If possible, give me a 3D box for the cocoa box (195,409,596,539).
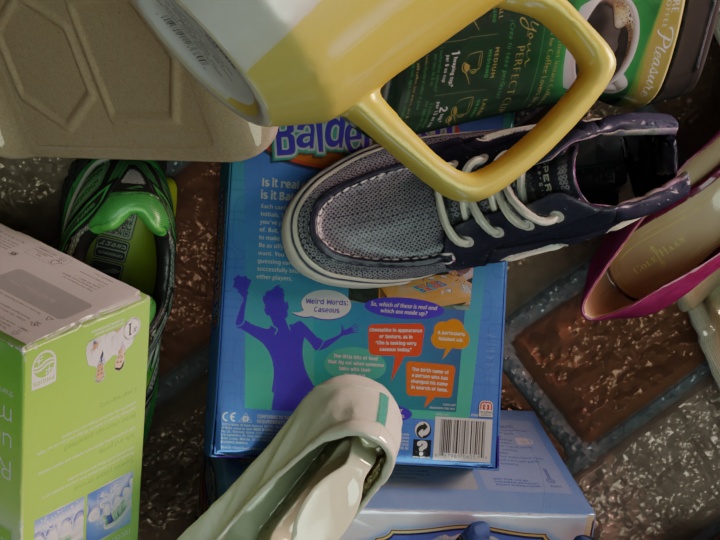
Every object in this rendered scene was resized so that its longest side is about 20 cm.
[{"bbox_3d":[0.011,0.157,0.910,0.199,0.133,0.132,3,110,-11],"label":"cocoa box"}]

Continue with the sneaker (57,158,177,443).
[{"bbox_3d":[-0.140,0.035,0.863,0.078,0.085,0.201,5,111,-11],"label":"sneaker"}]

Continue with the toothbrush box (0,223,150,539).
[{"bbox_3d":[-0.189,0.088,0.828,0.086,0.145,0.201,-26,131,-46],"label":"toothbrush box"}]

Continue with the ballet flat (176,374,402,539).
[{"bbox_3d":[-0.048,0.138,0.788,0.069,0.069,0.200,33,100,-20],"label":"ballet flat"}]

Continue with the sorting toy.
[{"bbox_3d":[-0.135,-0.139,0.765,0.036,0.200,0.186,-39,120,-41],"label":"sorting toy"}]

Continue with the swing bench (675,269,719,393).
[{"bbox_3d":[0.305,0.076,0.906,0.130,0.200,0.199,-35,116,-18],"label":"swing bench"}]

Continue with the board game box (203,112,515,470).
[{"bbox_3d":[0.000,0.000,0.852,0.151,0.045,0.201,5,86,-11],"label":"board game box"}]

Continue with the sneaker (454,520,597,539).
[{"bbox_3d":[0.120,0.185,0.832,0.199,0.077,0.085,23,99,-21],"label":"sneaker"}]

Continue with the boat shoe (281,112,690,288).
[{"bbox_3d":[0.063,-0.040,0.797,0.199,0.093,0.075,-15,89,-13],"label":"boat shoe"}]

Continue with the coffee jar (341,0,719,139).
[{"bbox_3d":[0.083,-0.128,0.808,0.199,0.085,0.105,-8,127,-25],"label":"coffee jar"}]

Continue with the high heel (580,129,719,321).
[{"bbox_3d":[0.192,-0.038,0.838,0.067,0.096,0.200,44,135,7],"label":"high heel"}]

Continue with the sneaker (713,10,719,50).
[{"bbox_3d":[0.223,-0.117,0.883,0.093,0.070,0.200,13,119,12],"label":"sneaker"}]

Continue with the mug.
[{"bbox_3d":[0.001,-0.127,0.645,0.153,0.186,0.150,-44,156,-10],"label":"mug"}]
